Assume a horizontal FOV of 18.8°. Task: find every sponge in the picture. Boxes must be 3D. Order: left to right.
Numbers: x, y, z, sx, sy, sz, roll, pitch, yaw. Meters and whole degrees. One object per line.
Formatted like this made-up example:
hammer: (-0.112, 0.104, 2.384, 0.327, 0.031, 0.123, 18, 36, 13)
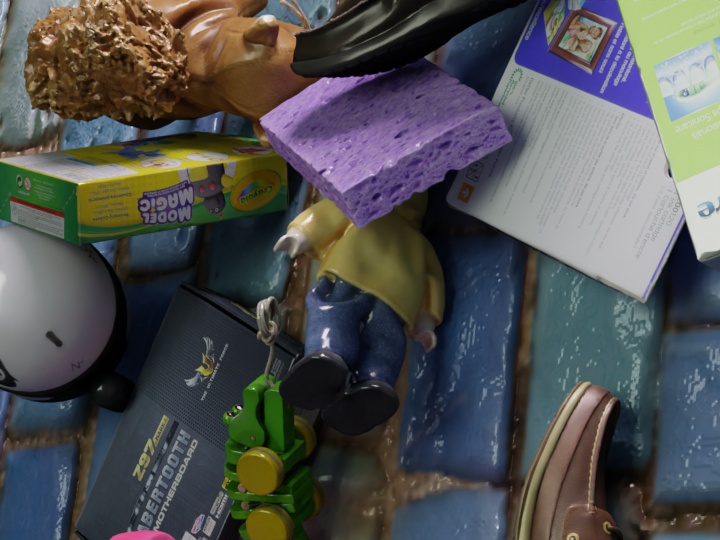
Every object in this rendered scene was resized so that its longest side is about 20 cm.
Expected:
sponge: (0.011, -0.092, 1.397, 0.111, 0.030, 0.200, -31, 24, -6)

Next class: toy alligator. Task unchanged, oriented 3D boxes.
toy alligator: (-0.065, 0.110, 1.393, 0.054, 0.059, 0.201, 1, 111, 26)

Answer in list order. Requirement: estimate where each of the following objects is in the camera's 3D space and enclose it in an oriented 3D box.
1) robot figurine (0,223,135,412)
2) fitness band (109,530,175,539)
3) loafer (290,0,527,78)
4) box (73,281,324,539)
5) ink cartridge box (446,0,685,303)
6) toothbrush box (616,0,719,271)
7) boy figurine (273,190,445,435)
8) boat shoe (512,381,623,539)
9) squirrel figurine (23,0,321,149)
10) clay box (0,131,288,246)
robot figurine: (-0.231, 0.033, 1.570, 0.200, 0.149, 0.125, 97, 178, -83)
fitness band: (-0.123, 0.255, 1.360, 0.037, 0.201, 0.144, -5, 38, 17)
loafer: (0.037, -0.179, 1.378, 0.199, 0.073, 0.072, -23, 83, 27)
box: (-0.107, 0.126, 1.498, 0.158, 0.051, 0.201, 30, 97, 51)
ink cartridge box: (0.159, -0.094, 1.304, 0.200, 0.043, 0.199, 31, 97, 52)
toothbrush box: (0.207, -0.098, 1.132, 0.086, 0.145, 0.201, -24, 70, 23)
boy figurine: (0.000, 0.000, 1.386, 0.064, 0.124, 0.201, -40, 29, 44)
boat shoe: (0.119, 0.163, 1.229, 0.067, 0.072, 0.201, 13, 73, 16)
squirrel figurine: (-0.128, -0.144, 1.530, 0.186, 0.199, 0.142, 24, 118, 40)
clay box: (-0.141, -0.061, 1.526, 0.115, 0.199, 0.048, 16, 111, 50)
